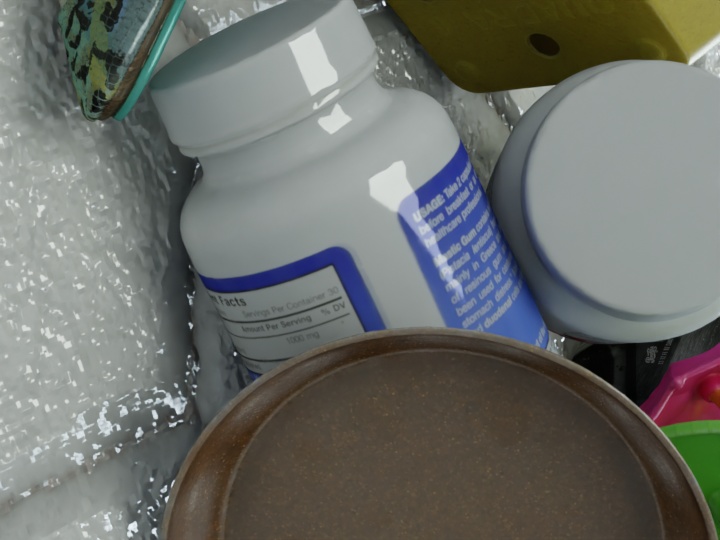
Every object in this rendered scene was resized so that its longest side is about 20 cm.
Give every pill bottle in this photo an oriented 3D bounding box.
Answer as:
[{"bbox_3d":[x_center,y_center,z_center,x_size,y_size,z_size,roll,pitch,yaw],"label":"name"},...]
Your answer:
[{"bbox_3d":[0.110,-0.026,0.811,0.200,0.113,0.113,52,28,-88],"label":"pill bottle"},{"bbox_3d":[0.000,0.000,0.744,0.112,0.112,0.200,-44,115,-47],"label":"pill bottle"}]

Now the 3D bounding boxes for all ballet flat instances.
[{"bbox_3d":[-0.081,-0.141,0.729,0.074,0.074,0.200,49,45,-32],"label":"ballet flat"}]

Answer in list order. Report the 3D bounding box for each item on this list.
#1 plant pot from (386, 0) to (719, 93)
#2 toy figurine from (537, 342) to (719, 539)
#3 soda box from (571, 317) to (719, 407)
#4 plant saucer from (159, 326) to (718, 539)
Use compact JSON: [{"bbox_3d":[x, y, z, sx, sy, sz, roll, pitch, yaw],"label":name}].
[{"bbox_3d":[0.092,-0.191,0.855,0.200,0.200,0.176,48,58,-33],"label":"plant pot"},{"bbox_3d":[0.174,0.106,0.799,0.200,0.150,0.184,43,26,-6],"label":"toy figurine"},{"bbox_3d":[0.120,0.096,0.906,0.071,0.063,0.200,56,43,-25],"label":"soda box"},{"bbox_3d":[0.028,0.107,0.705,0.034,0.200,0.200,-77,143,-68],"label":"plant saucer"}]
